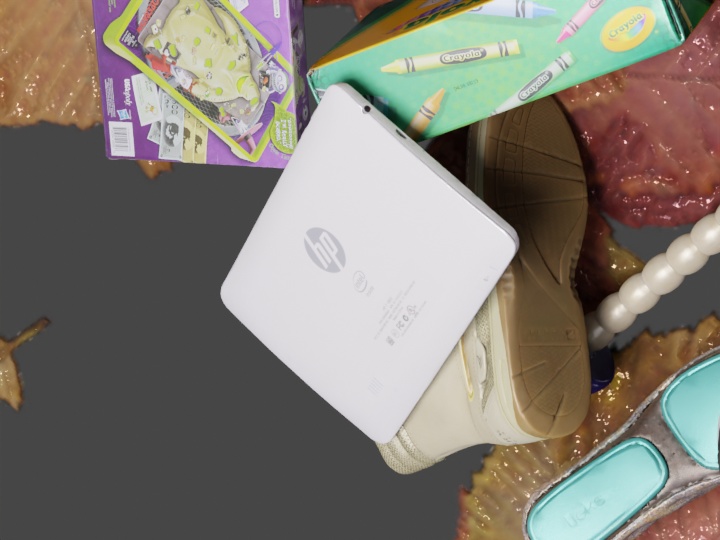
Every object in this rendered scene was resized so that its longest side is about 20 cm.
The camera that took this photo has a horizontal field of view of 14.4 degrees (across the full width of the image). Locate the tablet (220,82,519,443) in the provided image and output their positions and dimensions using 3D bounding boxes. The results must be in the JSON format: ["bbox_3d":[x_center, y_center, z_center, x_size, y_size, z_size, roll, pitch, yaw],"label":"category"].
[{"bbox_3d":[0.000,0.000,1.519,0.130,0.014,0.200,42,139,9],"label":"tablet"}]

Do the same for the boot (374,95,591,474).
[{"bbox_3d":[0.058,0.006,1.579,0.155,0.073,0.200,-22,69,54],"label":"boot"}]

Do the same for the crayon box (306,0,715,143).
[{"bbox_3d":[0.084,-0.128,1.494,0.200,0.119,0.058,-19,104,25],"label":"crayon box"}]

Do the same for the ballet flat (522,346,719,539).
[{"bbox_3d":[0.177,0.096,1.572,0.200,0.067,0.068,-31,78,13],"label":"ballet flat"}]

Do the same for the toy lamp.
[{"bbox_3d":[0.156,0.009,1.562,0.058,0.058,0.200,45,119,-2],"label":"toy lamp"}]

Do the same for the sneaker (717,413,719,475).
[{"bbox_3d":[0.243,0.052,1.455,0.074,0.080,0.200,28,120,-5],"label":"sneaker"}]

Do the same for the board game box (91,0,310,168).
[{"bbox_3d":[-0.092,-0.157,1.598,0.120,0.032,0.200,6,114,21],"label":"board game box"}]
